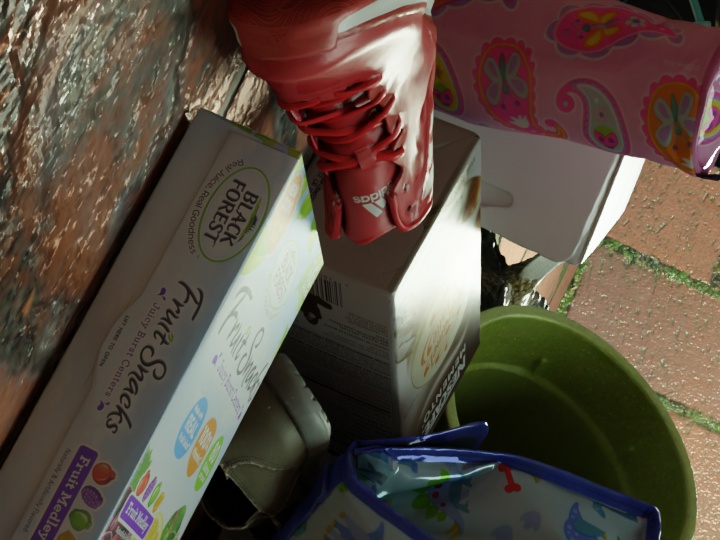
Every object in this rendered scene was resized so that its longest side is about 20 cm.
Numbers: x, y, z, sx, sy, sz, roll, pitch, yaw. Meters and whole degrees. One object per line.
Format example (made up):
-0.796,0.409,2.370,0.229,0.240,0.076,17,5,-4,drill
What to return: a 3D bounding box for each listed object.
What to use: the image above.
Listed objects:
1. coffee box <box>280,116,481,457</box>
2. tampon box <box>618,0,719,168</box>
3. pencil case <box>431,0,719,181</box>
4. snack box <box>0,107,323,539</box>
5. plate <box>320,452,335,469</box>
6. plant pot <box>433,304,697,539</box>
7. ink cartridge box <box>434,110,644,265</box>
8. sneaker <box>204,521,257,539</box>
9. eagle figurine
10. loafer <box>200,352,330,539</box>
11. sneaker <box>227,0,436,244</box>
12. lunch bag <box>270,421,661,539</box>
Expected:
0.012,0.014,1.044,0.115,0.079,0.201,-59,160,-29,coffee box
0.217,-0.164,1.098,0.127,0.199,0.150,-58,173,-36,tampon box
0.111,-0.108,0.994,0.087,0.199,0.088,-44,142,-48,pencil case
-0.084,0.051,0.772,0.201,0.053,0.142,-63,171,-15,snack box
-0.022,0.148,1.237,0.201,0.032,0.200,-65,-171,-6,plate
0.084,0.159,1.224,0.190,0.200,0.200,-46,-176,39,plant pot
0.103,-0.083,1.174,0.200,0.144,0.085,-37,150,-71,ink cartridge box
-0.079,0.200,1.120,0.200,0.077,0.082,-56,173,-42,sneaker
0.074,0.044,1.354,0.151,0.150,0.202,-174,-92,-69,eagle figurine
-0.062,0.106,1.024,0.069,0.075,0.200,-29,159,-15,loafer
0.003,-0.064,0.770,0.200,0.078,0.117,-34,119,-70,sneaker
0.042,0.178,1.032,0.170,0.199,0.128,-53,-156,41,lunch bag
